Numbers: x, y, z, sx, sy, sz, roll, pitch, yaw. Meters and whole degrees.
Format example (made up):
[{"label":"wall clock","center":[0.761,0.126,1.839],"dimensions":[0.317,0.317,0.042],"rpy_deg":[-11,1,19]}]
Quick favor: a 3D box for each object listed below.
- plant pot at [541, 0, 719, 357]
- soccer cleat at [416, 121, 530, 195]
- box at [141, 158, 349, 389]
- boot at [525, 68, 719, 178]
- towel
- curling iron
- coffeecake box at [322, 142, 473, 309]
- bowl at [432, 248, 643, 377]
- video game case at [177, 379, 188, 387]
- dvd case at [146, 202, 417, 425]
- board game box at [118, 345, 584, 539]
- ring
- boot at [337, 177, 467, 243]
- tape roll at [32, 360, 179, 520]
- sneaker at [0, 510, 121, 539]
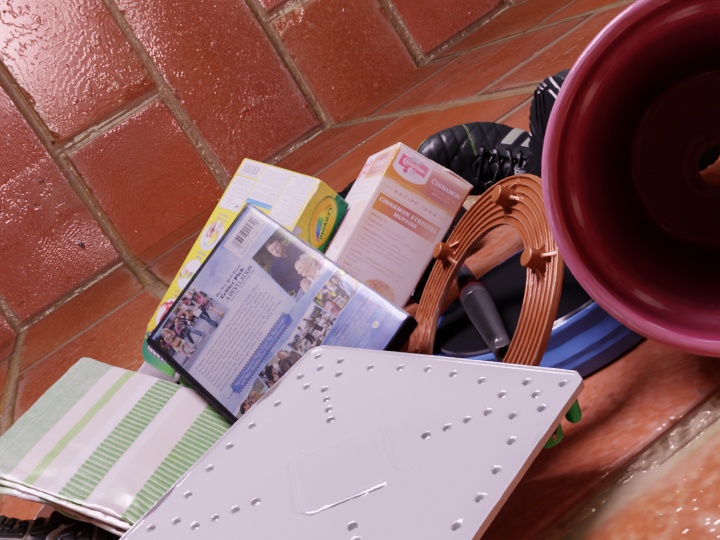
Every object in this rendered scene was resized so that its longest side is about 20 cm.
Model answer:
[{"label":"plant pot","center":[0.215,-0.064,0.599],"dimensions":[0.200,0.200,0.179],"rpy_deg":[-28,-1,19]},{"label":"soccer cleat","center":[0.149,-0.094,0.916],"dimensions":[0.199,0.068,0.081],"rpy_deg":[3,17,-12]},{"label":"box","center":[-0.103,0.008,0.865],"dimensions":[0.117,0.048,0.200],"rpy_deg":[21,77,48]},{"label":"boot","center":[0.213,-0.109,0.774],"dimensions":[0.162,0.074,0.198],"rpy_deg":[-23,-24,-8]},{"label":"towel","center":[-0.161,0.136,0.748],"dimensions":[0.199,0.023,0.153],"rpy_deg":[13,35,16]},{"label":"curling iron","center":[0.078,0.028,0.735],"dimensions":[0.050,0.026,0.200],"rpy_deg":[-53,18,5]},{"label":"coffeecake box","center":[0.000,0.000,0.864],"dimensions":[0.200,0.073,0.154],"rpy_deg":[-60,8,-2]},{"label":"bowl","center":[0.138,0.024,0.745],"dimensions":[0.200,0.039,0.201],"rpy_deg":[-31,13,8]},{"label":"video game case","center":[-0.177,0.130,0.966],"dimensions":[0.182,0.024,0.200],"rpy_deg":[-53,6,21]},{"label":"dvd case","center":[-0.067,0.048,0.772],"dimensions":[0.200,0.018,0.143],"rpy_deg":[35,88,38]},{"label":"board game box","center":[-0.007,0.115,0.545],"dimensions":[0.200,0.026,0.200],"rpy_deg":[2,34,41]},{"label":"ring","center":[0.071,0.029,0.669],"dimensions":[0.200,0.019,0.201],"rpy_deg":[-162,90,-72]},{"label":"boot","center":[0.042,-0.062,1.119],"dimensions":[0.210,0.080,0.158],"rpy_deg":[-2,20,26]},{"label":"tape roll","center":[-0.232,0.159,0.950],"dimensions":[0.203,0.037,0.203],"rpy_deg":[-54,7,10]},{"label":"sneaker","center":[-0.205,0.220,0.735],"dimensions":[0.199,0.090,0.078],"rpy_deg":[-7,33,13]}]
